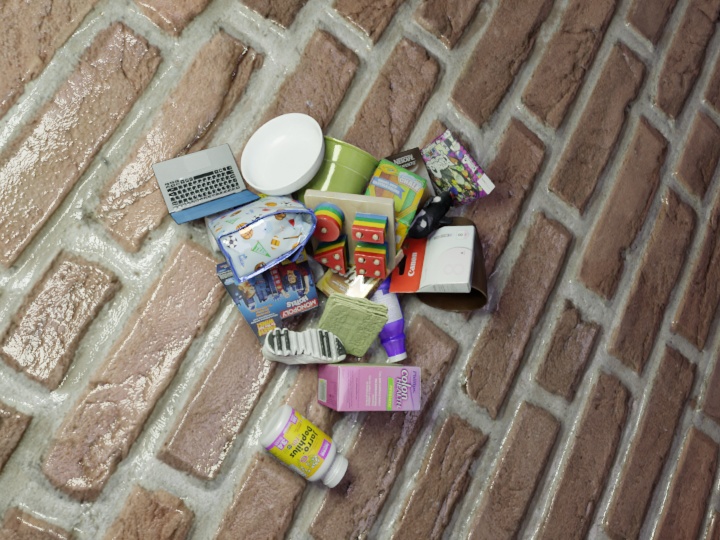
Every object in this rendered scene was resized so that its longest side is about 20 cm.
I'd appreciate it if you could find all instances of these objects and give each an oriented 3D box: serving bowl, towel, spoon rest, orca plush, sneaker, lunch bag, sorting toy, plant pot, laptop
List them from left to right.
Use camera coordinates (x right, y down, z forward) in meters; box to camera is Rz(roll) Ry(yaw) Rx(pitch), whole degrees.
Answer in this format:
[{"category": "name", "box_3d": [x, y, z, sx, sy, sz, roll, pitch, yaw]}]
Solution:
[{"category": "laptop", "box_3d": [-0.343, -0.197, 1.248, 0.184, 0.116, 0.204, -20, 79, -21]}, {"category": "lunch bag", "box_3d": [-0.196, -0.079, 1.165, 0.197, 0.170, 0.126, -30, 116, -13]}, {"category": "spoon rest", "box_3d": [-0.182, -0.020, 1.328, 0.196, 0.100, 0.062, 14, 46, -29]}, {"category": "serving bowl", "box_3d": [-0.161, -0.244, 1.241, 0.195, 0.066, 0.205, -10, 59, 17]}, {"category": "sneaker", "box_3d": [-0.128, 0.178, 1.280, 0.195, 0.081, 0.077, 10, 52, -24]}, {"category": "plant pot", "box_3d": [-0.074, -0.194, 1.340, 0.196, 0.200, 0.194, 20, 89, -16]}, {"category": "sorting toy", "box_3d": [-0.024, -0.068, 1.240, 0.194, 0.202, 0.071, 8, 50, 11]}, {"category": "towel", "box_3d": [-0.025, 0.126, 1.305, 0.145, 0.202, 0.037, 17, 46, -9]}, {"category": "orca plush", "box_3d": [0.191, -0.126, 1.367, 0.070, 0.107, 0.199, 33, 36, 15]}, {"category": "plant pot", "box_3d": [0.238, -0.026, 1.436, 0.183, 0.187, 0.205, 18, 66, -16]}]

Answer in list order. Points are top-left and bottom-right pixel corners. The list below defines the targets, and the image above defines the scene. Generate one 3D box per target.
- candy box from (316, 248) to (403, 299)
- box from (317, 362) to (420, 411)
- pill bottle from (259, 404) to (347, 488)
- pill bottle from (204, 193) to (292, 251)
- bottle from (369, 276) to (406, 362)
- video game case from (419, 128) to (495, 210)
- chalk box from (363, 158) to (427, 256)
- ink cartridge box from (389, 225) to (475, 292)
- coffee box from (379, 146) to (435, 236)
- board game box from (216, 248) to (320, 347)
[{"category": "candy box", "box_3d": [0.000, 0.000, 1.358, 0.115, 0.055, 0.201, 38, 83, 17]}, {"category": "box", "box_3d": [0.015, 0.266, 1.309, 0.195, 0.175, 0.099, 3, 82, -19]}, {"category": "pill bottle", "box_3d": [-0.124, 0.403, 1.281, 0.199, 0.104, 0.105, 40, 73, -11]}, {"category": "pill bottle", "box_3d": [-0.248, -0.110, 1.292, 0.196, 0.112, 0.115, -18, 89, -20]}, {"category": "bottle", "box_3d": [0.067, 0.122, 1.402, 0.082, 0.065, 0.205, -16, 89, -9]}, {"category": "video game case", "box_3d": [0.228, -0.249, 1.434, 0.036, 0.199, 0.182, -44, 99, -17]}, {"category": "chalk box", "box_3d": [0.073, -0.162, 1.319, 0.122, 0.125, 0.203, 23, 55, 0]}, {"category": "ink cartridge box", "box_3d": [0.168, -0.026, 1.333, 0.195, 0.058, 0.166, 2, 56, 17]}, {"category": "coffee box", "box_3d": [0.123, -0.197, 1.453, 0.111, 0.080, 0.204, -21, 91, -20]}, {"category": "board game box", "box_3d": [-0.199, 0.059, 1.269, 0.195, 0.062, 0.204, -17, 114, -9]}]
